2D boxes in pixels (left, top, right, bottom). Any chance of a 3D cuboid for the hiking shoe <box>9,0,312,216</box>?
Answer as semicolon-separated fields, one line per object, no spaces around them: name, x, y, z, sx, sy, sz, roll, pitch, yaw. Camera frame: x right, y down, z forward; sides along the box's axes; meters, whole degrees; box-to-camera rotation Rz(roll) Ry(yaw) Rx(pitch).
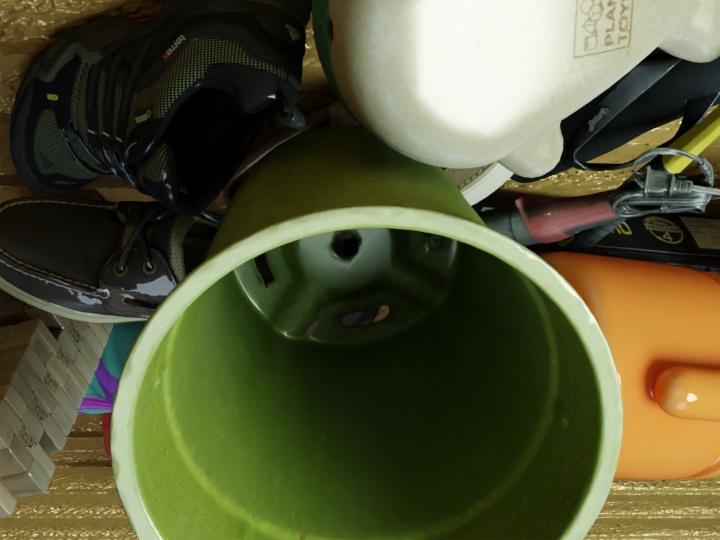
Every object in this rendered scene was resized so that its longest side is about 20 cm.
hiking shoe;-0.106;-0.071;0.689;0.199;0.102;0.075;-26;142;36

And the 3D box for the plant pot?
plant pot;-0.002;0.027;0.630;0.197;0.190;0.202;-2;116;-3

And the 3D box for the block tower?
block tower;-0.180;0.043;0.781;0.053;0.201;0.058;-13;127;20

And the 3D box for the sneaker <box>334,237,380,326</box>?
sneaker;0.000;0.000;0.845;0.072;0.072;0.199;33;144;-25

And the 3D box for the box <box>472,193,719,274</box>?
box;0.128;0.035;0.875;0.198;0.049;0.162;3;128;-21

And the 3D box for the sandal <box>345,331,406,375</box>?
sandal;0.002;0.068;0.830;0.082;0.050;0.203;-33;179;-15

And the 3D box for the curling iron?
curling iron;0.085;-0.029;0.709;0.198;0.026;0.049;-11;158;37

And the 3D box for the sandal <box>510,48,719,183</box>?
sandal;0.150;-0.090;0.727;0.199;0.043;0.076;-24;144;33

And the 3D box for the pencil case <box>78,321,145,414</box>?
pencil case;-0.145;0.055;0.871;0.198;0.093;0.085;-2;153;37

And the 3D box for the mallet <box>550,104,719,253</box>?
mallet;0.157;-0.050;0.698;0.041;0.066;0.200;23;132;-19

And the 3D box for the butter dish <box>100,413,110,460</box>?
butter dish;-0.095;0.161;1.051;0.197;0.149;0.200;2;150;-6

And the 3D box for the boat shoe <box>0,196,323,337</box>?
boat shoe;-0.102;-0.007;0.757;0.199;0.072;0.066;15;150;-14

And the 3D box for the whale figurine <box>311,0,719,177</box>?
whale figurine;0.071;-0.122;0.625;0.198;0.104;0.161;-14;119;-21

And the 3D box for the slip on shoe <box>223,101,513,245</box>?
slip on shoe;0.010;-0.065;0.737;0.199;0.077;0.060;-19;155;41

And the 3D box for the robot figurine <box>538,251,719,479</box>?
robot figurine;0.142;0.051;0.756;0.198;0.118;0.144;7;147;-29
